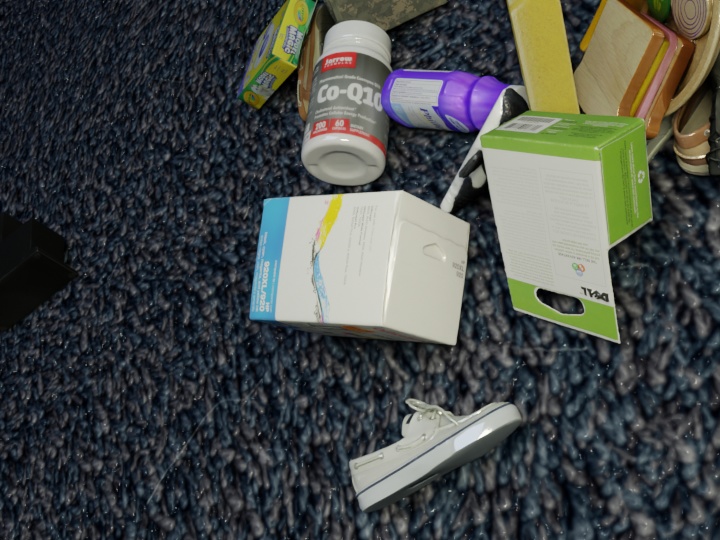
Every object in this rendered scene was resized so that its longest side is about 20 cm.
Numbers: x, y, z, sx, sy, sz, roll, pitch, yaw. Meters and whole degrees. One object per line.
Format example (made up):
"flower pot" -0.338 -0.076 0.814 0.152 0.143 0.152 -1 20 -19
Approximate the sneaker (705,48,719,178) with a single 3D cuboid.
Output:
"sneaker" 0.349 -0.131 0.788 0.090 0.076 0.202 -27 76 17

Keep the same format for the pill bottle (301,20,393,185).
"pill bottle" -0.013 -0.227 1.167 0.113 0.114 0.202 -12 60 34

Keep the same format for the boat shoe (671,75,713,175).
"boat shoe" 0.371 -0.193 0.859 0.075 0.072 0.201 19 78 44

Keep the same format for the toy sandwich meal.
"toy sandwich meal" 0.269 -0.234 0.831 0.205 0.069 0.208 180 90 -76

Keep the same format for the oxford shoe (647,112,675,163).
"oxford shoe" 0.299 -0.169 0.917 0.201 0.058 0.075 -55 42 -3

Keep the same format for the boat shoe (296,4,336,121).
"boat shoe" -0.065 -0.309 1.295 0.073 0.075 0.202 -21 52 33

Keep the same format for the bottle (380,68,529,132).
"bottle" 0.118 -0.209 1.073 0.199 0.083 0.066 15 82 43

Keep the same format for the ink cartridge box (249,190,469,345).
"ink cartridge box" 0.000 0.000 0.984 0.198 0.147 0.146 0 79 39

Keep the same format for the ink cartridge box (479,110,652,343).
"ink cartridge box" 0.209 -0.047 0.863 0.075 0.202 0.147 -29 28 -30

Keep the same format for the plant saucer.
"plant saucer" 0.188 -0.244 0.917 0.048 0.201 0.201 -13 36 12

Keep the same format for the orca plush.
"orca plush" 0.150 -0.111 0.980 0.201 0.071 0.105 -63 -3 33

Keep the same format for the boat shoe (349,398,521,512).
"boat shoe" 0.067 0.168 0.892 0.201 0.074 0.087 -37 63 26

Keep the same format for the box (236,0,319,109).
"box" -0.125 -0.337 1.323 0.200 0.048 0.119 -23 47 60

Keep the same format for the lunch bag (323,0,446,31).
"lunch bag" 0.012 -0.442 1.261 0.163 0.118 0.201 -25 47 2

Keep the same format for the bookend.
"bookend" -0.618 -0.030 1.576 0.198 0.092 0.201 -34 46 17
